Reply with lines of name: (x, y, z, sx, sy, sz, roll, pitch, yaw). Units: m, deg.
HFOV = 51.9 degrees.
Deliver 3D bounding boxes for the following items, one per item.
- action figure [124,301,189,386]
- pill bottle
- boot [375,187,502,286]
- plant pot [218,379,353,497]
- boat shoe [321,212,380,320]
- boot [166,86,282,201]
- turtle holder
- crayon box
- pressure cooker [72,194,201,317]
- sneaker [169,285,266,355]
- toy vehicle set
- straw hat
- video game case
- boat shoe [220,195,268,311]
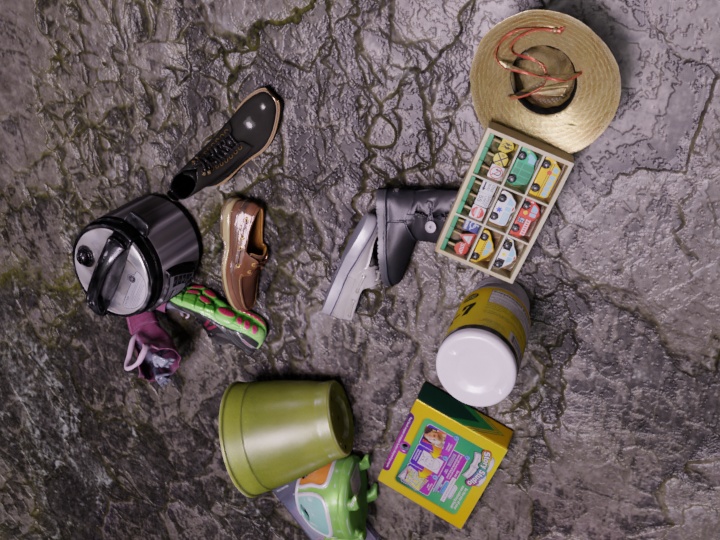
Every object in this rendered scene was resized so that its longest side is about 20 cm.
action figure: (-0.399, 0.108, 1.351, 0.133, 0.148, 0.203, -38, 63, 23)
pill bottle: (0.184, 0.094, 1.065, 0.111, 0.200, 0.117, 8, 116, 18)
boot: (0.125, -0.046, 1.114, 0.195, 0.066, 0.168, 2, 121, 14)
plant pot: (-0.118, 0.276, 1.295, 0.188, 0.201, 0.205, -14, 107, 15)
boat shoe: (0.000, 0.000, 1.184, 0.068, 0.071, 0.203, 21, 121, -6)
boot: (-0.208, -0.187, 1.142, 0.077, 0.138, 0.200, 42, 121, 0)
turtle holder: (-0.042, 0.420, 1.352, 0.128, 0.144, 0.187, -2, 143, 17)
crayon box: (0.142, 0.319, 1.268, 0.170, 0.058, 0.203, 27, 121, 8)
pressure cooker: (-0.388, -0.019, 1.258, 0.174, 0.200, 0.180, -4, 110, 24)
sneaker: (-0.265, 0.093, 1.329, 0.197, 0.077, 0.085, 28, 117, 11)
toy vehicle set: (0.193, -0.089, 1.012, 0.122, 0.027, 0.203, 21, 125, 1)
straw hat: (0.237, -0.254, 0.950, 0.196, 0.086, 0.204, 10, 133, 11)
video game case: (-0.069, 0.479, 1.454, 0.142, 0.019, 0.202, -33, 96, 31)
boat shoe: (-0.192, -0.022, 1.249, 0.066, 0.072, 0.205, 10, 114, 20)
